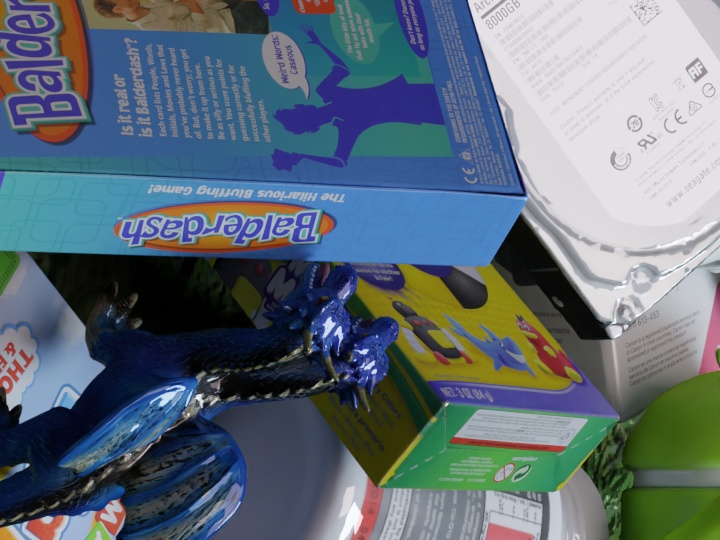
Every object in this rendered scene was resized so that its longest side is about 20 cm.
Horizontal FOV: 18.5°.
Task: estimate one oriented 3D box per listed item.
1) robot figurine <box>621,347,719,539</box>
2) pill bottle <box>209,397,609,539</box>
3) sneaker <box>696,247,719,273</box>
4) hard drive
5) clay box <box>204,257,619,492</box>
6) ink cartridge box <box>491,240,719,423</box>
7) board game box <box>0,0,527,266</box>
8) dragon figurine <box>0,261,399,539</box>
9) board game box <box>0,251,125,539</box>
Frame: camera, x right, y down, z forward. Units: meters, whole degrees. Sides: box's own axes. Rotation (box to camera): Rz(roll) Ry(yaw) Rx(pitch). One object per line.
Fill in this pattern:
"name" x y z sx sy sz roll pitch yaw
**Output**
"robot figurine" 0.176 0.136 1.003 0.175 0.116 0.200 11 78 -65
"pill bottle" 0.012 0.101 0.920 0.200 0.116 0.116 22 74 -48
"sneaker" 0.186 -0.010 1.027 0.200 0.074 0.116 -33 113 -44
"hard drive" 0.089 -0.090 0.905 0.140 0.038 0.200 -39 99 -16
"clay box" 0.000 0.000 0.858 0.115 0.200 0.048 8 127 -51
"ink cartridge box" 0.120 -0.043 1.070 0.145 0.084 0.200 -21 108 -48
"board game box" -0.056 -0.076 0.769 0.200 0.045 0.152 3 53 -21
"dragon figurine" -0.078 0.061 0.744 0.200 0.099 0.059 -41 121 -22
"board game box" -0.159 0.056 0.777 0.200 0.037 0.151 57 51 -35
